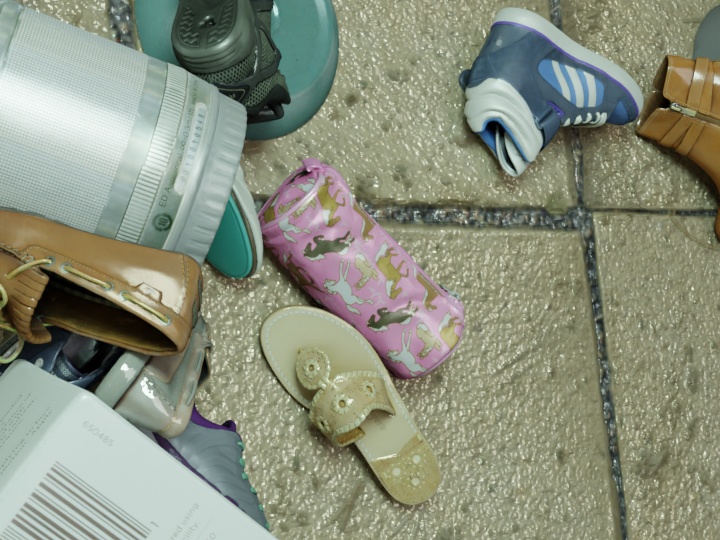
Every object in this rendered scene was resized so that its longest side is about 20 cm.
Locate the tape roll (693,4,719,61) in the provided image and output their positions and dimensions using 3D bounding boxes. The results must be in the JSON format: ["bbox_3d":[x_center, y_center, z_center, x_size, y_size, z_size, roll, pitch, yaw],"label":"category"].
[{"bbox_3d":[0.470,-0.220,1.442,0.199,0.066,0.202,8,75,-33],"label":"tape roll"}]

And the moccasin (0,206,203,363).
[{"bbox_3d":[-0.201,0.014,0.794,0.200,0.074,0.078,15,51,-3],"label":"moccasin"}]

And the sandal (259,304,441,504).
[{"bbox_3d":[0.002,0.116,1.029,0.077,0.070,0.212,-38,108,0],"label":"sandal"}]

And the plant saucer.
[{"bbox_3d":[-0.092,-0.212,1.064,0.199,0.036,0.202,8,77,-34],"label":"plant saucer"}]

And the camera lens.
[{"bbox_3d":[-0.196,-0.082,0.870,0.199,0.160,0.161,20,70,-17],"label":"camera lens"}]

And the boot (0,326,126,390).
[{"bbox_3d":[-0.236,0.087,0.869,0.073,0.090,0.201,46,59,-19],"label":"boot"}]

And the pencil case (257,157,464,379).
[{"bbox_3d":[0.000,0.000,1.058,0.200,0.083,0.087,45,60,-19],"label":"pencil case"}]

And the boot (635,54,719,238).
[{"bbox_3d":[0.367,-0.128,1.339,0.154,0.201,0.077,9,31,-7],"label":"boot"}]

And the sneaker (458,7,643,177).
[{"bbox_3d":[0.181,-0.146,1.224,0.199,0.080,0.148,28,74,-31],"label":"sneaker"}]

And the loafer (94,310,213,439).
[{"bbox_3d":[-0.136,0.073,0.895,0.063,0.200,0.072,37,100,-3],"label":"loafer"}]

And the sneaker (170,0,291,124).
[{"bbox_3d":[-0.097,-0.191,0.995,0.115,0.075,0.201,77,11,-46],"label":"sneaker"}]

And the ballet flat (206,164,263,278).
[{"bbox_3d":[-0.132,-0.087,1.000,0.201,0.069,0.069,53,57,-14],"label":"ballet flat"}]

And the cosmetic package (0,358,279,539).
[{"bbox_3d":[-0.175,0.173,0.753,0.165,0.200,0.165,41,75,-20],"label":"cosmetic package"}]

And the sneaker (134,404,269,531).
[{"bbox_3d":[-0.098,0.167,0.964,0.200,0.074,0.088,52,52,-15],"label":"sneaker"}]
